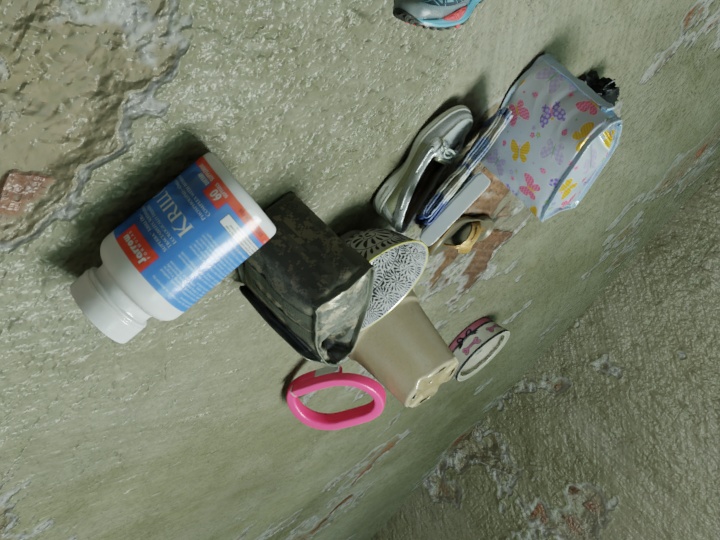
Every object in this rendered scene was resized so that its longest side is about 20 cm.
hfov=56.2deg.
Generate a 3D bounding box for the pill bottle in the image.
[{"bbox_3d":[-0.196,-0.019,0.703,0.200,0.112,0.112,-41,155,-4],"label":"pill bottle"}]

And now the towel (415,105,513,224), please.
[{"bbox_3d":[0.148,-0.152,1.009,0.200,0.024,0.147,-53,-178,2],"label":"towel"}]

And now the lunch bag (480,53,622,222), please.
[{"bbox_3d":[0.306,-0.210,1.062,0.127,0.170,0.201,-23,148,-33],"label":"lunch bag"}]

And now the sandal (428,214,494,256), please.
[{"bbox_3d":[0.204,-0.062,1.287,0.199,0.054,0.081,-13,143,-46],"label":"sandal"}]

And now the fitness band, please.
[{"bbox_3d":[-0.049,0.245,1.277,0.199,0.038,0.144,-20,125,28],"label":"fitness band"}]

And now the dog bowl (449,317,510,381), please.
[{"bbox_3d":[0.319,0.214,1.875,0.199,0.074,0.201,-34,154,-19],"label":"dog bowl"}]

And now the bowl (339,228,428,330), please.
[{"bbox_3d":[0.000,0.000,1.041,0.200,0.094,0.201,-34,154,-19],"label":"bowl"}]

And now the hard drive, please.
[{"bbox_3d":[0.148,-0.100,1.082,0.132,0.027,0.200,-47,180,9],"label":"hard drive"}]

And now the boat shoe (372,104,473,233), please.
[{"bbox_3d":[0.100,-0.148,0.985,0.202,0.065,0.074,-50,154,15],"label":"boat shoe"}]

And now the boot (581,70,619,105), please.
[{"bbox_3d":[0.375,-0.254,1.218,0.162,0.073,0.199,-31,153,-29],"label":"boot"}]

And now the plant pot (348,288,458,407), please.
[{"bbox_3d":[0.082,0.154,1.301,0.200,0.184,0.201,-33,153,-19],"label":"plant pot"}]

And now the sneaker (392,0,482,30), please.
[{"bbox_3d":[0.105,-0.330,0.712,0.200,0.079,0.096,-40,147,-25],"label":"sneaker"}]

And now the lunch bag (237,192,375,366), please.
[{"bbox_3d":[-0.077,0.028,0.891,0.117,0.164,0.201,-36,154,-25],"label":"lunch bag"}]
